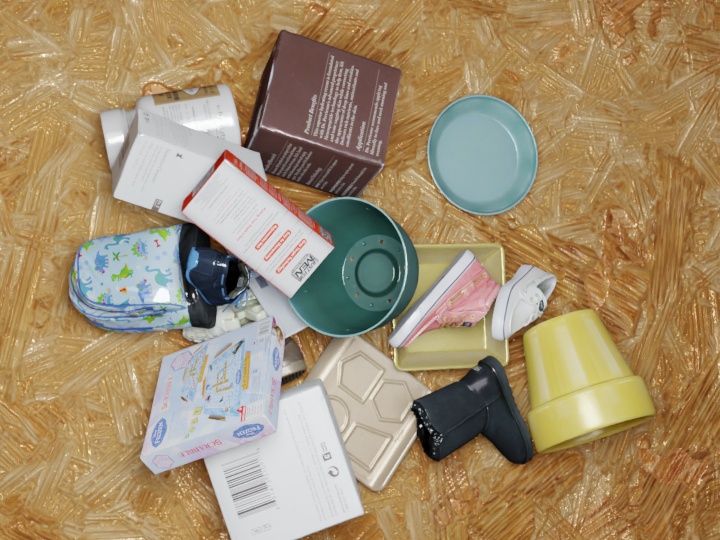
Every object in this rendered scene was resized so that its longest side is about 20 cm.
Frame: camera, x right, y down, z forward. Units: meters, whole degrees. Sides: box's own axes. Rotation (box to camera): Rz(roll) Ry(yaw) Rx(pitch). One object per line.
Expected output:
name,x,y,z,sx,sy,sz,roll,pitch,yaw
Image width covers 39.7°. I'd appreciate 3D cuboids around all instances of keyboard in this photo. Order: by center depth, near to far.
keyboard,-0.145,0.015,1.532,0.056,0.011,0.201,-27,66,-18

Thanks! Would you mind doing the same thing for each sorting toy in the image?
sorting toy,-0.001,0.220,1.589,0.199,0.036,0.186,36,77,-4

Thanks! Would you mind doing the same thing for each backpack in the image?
backpack,-0.326,0.014,1.466,0.197,0.154,0.166,-9,73,12

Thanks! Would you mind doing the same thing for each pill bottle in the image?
pill bottle,-0.287,-0.211,1.507,0.197,0.114,0.116,-11,88,-13

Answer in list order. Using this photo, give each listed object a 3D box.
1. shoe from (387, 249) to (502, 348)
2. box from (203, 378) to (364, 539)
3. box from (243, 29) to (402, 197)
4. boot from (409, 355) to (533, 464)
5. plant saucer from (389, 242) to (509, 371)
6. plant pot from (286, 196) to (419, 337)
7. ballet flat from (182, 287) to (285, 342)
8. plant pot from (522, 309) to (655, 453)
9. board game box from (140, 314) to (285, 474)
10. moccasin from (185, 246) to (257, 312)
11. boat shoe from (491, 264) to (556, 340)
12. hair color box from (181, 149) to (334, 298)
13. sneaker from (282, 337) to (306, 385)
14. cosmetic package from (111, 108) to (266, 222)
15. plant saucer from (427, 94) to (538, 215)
shoe,0.136,0.067,1.567,0.091,0.071,0.200,44,73,-4
box,-0.118,0.289,1.481,0.197,0.131,0.202,-20,91,-3
box,-0.061,-0.233,1.532,0.197,0.164,0.168,16,72,-12
boot,0.175,0.256,1.586,0.167,0.076,0.202,-29,111,-19
plant saucer,0.140,0.059,1.630,0.197,0.048,0.204,-1,86,-14
plant pot,0.000,0.000,1.519,0.197,0.161,0.204,-1,86,19
ballet flat,-0.178,0.064,1.531,0.197,0.072,0.073,-19,90,-16
plant pot,0.349,0.175,1.609,0.198,0.201,0.191,-13,73,-15
board game box,-0.206,0.174,1.422,0.197,0.201,0.041,-20,126,17
moccasin,-0.190,0.018,1.422,0.067,0.200,0.082,8,85,10
boat shoe,0.265,0.047,1.598,0.066,0.200,0.075,8,124,23
hair color box,-0.144,-0.065,1.405,0.199,0.061,0.102,40,101,-18
sneaker,-0.184,0.159,1.537,0.197,0.071,0.076,-19,71,-19
cosmetic package,-0.248,-0.139,1.443,0.198,0.082,0.114,17,120,-25
plant saucer,0.201,-0.191,1.674,0.197,0.036,0.204,1,86,-15
